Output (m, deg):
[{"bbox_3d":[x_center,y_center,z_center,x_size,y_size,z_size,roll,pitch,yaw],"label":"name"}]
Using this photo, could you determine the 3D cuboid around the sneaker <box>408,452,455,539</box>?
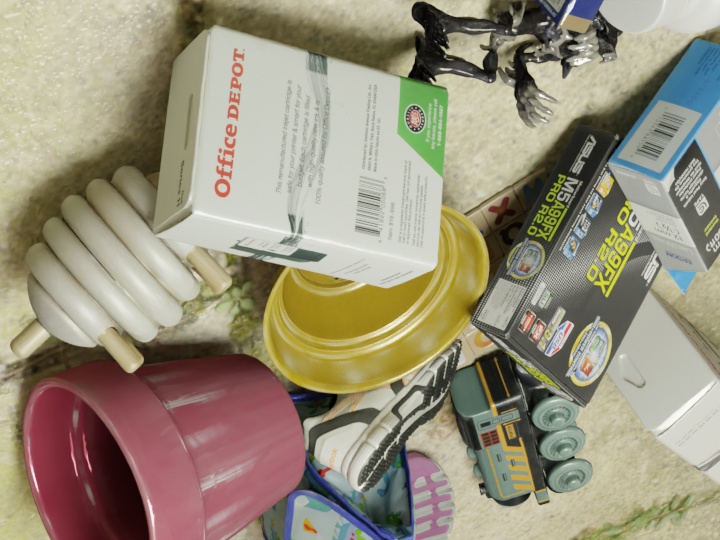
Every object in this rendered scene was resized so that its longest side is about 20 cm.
[{"bbox_3d":[0.044,0.269,1.738,0.080,0.088,0.201,-9,109,-20],"label":"sneaker"}]

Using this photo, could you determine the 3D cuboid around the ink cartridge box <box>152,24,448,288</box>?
[{"bbox_3d":[-0.043,-0.081,1.304,0.199,0.147,0.083,13,162,-25],"label":"ink cartridge box"}]

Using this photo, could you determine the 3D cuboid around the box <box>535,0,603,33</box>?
[{"bbox_3d":[0.174,-0.288,1.285,0.032,0.121,0.200,8,124,-33],"label":"box"}]

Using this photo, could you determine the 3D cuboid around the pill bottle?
[{"bbox_3d":[0.272,-0.245,1.352,0.200,0.112,0.113,-24,138,-32],"label":"pill bottle"}]

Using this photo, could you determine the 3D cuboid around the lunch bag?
[{"bbox_3d":[-0.012,0.228,1.579,0.127,0.200,0.171,-11,133,-21],"label":"lunch bag"}]

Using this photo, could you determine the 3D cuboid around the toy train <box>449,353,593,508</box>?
[{"bbox_3d":[0.154,0.154,1.697,0.114,0.085,0.200,-17,137,2],"label":"toy train"}]

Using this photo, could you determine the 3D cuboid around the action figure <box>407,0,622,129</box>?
[{"bbox_3d":[0.138,-0.172,1.382,0.199,0.102,0.119,-9,145,-22],"label":"action figure"}]

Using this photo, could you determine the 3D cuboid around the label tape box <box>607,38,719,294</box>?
[{"bbox_3d":[0.307,-0.081,1.545,0.143,0.066,0.200,-53,136,-15],"label":"label tape box"}]

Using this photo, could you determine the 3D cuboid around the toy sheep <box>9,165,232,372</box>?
[{"bbox_3d":[-0.182,-0.001,1.334,0.200,0.138,0.138,-42,137,-8],"label":"toy sheep"}]

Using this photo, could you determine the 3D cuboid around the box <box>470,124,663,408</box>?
[{"bbox_3d":[0.193,-0.002,1.538,0.160,0.044,0.200,40,77,-47],"label":"box"}]

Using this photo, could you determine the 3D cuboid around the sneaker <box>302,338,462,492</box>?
[{"bbox_3d":[0.022,0.107,1.545,0.200,0.080,0.074,-41,149,-47],"label":"sneaker"}]

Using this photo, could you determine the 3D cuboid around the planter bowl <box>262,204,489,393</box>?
[{"bbox_3d":[0.000,0.000,1.469,0.200,0.084,0.201,-15,134,-16],"label":"planter bowl"}]

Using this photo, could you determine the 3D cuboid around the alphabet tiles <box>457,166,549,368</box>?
[{"bbox_3d":[0.105,0.013,1.594,0.200,0.008,0.167,-32,136,-1],"label":"alphabet tiles"}]

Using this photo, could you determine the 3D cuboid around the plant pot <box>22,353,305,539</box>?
[{"bbox_3d":[-0.153,0.155,1.459,0.179,0.200,0.201,-20,137,-35],"label":"plant pot"}]

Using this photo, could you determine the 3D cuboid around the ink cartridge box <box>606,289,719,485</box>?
[{"bbox_3d":[0.325,0.123,1.710,0.084,0.146,0.200,-43,135,11],"label":"ink cartridge box"}]
